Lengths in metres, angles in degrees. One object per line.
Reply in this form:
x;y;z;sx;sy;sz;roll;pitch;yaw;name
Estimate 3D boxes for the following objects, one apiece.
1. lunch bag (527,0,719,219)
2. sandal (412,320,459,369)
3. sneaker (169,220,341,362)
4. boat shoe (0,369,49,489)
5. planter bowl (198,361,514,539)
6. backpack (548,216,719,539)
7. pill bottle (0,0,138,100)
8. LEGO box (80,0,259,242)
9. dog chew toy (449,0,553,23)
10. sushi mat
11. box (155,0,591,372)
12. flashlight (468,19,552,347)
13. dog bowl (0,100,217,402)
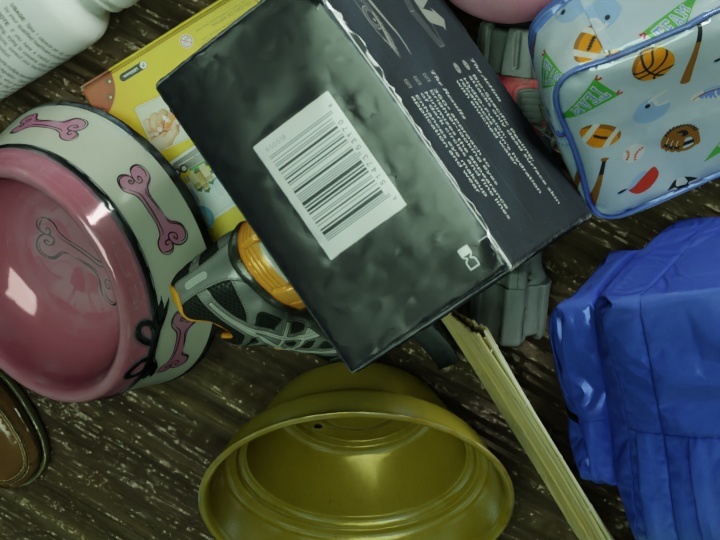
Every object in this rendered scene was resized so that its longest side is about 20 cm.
0.198;-0.117;1.458;0.200;0.076;0.160;-22;139;4;lunch bag
0.000;-0.001;1.531;0.043;0.076;0.200;-31;135;14;sandal
-0.054;0.017;1.528;0.077;0.200;0.078;-26;65;11;sneaker
-0.295;0.075;1.654;0.072;0.068;0.200;-43;90;15;boat shoe
-0.003;0.116;1.567;0.200;0.083;0.200;0;142;0;planter bowl
0.215;0.080;1.497;0.168;0.163;0.200;-4;110;35;backpack
-0.233;-0.174;1.567;0.200;0.113;0.113;-28;94;17;pill bottle
-0.052;-0.106;1.558;0.200;0.077;0.149;-29;93;16;LEGO box
0.140;-0.213;1.475;0.200;0.125;0.125;-3;101;2;dog chew toy
0.108;0.104;1.531;0.012;0.096;0.200;-34;110;-5;sushi mat
0.013;-0.067;1.398;0.117;0.200;0.197;-35;88;21;box
0.099;-0.059;1.543;0.068;0.068;0.200;20;113;41;flashlight
-0.188;-0.003;1.567;0.200;0.074;0.200;20;125;32;dog bowl
